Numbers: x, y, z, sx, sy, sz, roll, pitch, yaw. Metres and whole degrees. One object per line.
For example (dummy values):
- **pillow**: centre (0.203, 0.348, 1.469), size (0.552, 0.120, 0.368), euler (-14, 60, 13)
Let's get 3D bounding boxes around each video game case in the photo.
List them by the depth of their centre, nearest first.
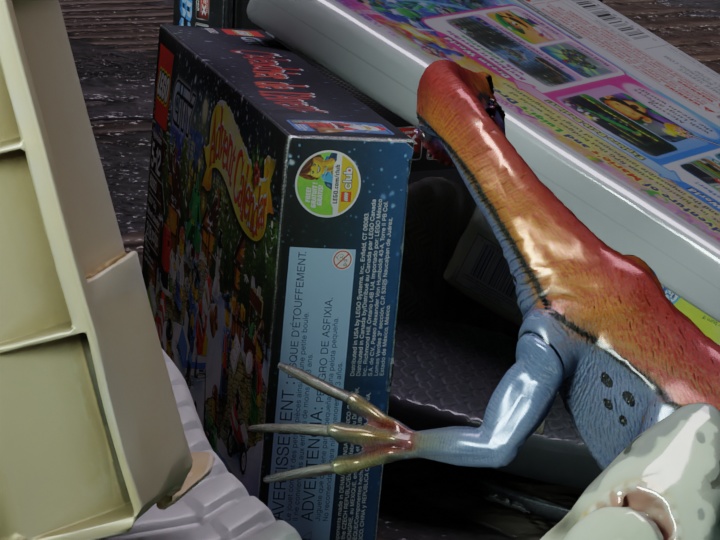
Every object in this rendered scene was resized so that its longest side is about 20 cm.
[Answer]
- **video game case**: centre (0.084, -0.051, 0.963), size (0.200, 0.024, 0.182), euler (34, 22, 20)

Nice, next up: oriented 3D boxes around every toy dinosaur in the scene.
- **toy dinosaur**: centre (0.080, 0.023, 0.740), size (0.199, 0.182, 0.105), euler (-14, 9, 27)

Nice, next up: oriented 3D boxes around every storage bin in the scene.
- **storage bin**: centre (-0.152, -0.022, 0.711), size (0.198, 0.201, 0.094), euler (-10, 10, 20)

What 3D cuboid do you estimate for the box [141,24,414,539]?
- **box**: centre (-0.032, 0.007, 0.878), size (0.038, 0.137, 0.200), euler (1, 13, -15)

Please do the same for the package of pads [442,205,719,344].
- **package of pads**: centre (0.129, -0.004, 1.033), size (0.154, 0.068, 0.200), euler (29, 20, 9)

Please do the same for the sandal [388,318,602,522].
- **sandal**: centre (0.076, 0.063, 0.908), size (0.199, 0.043, 0.076), euler (16, 21, 6)

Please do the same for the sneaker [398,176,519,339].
- **sneaker**: centre (0.000, 0.000, 1.091), size (0.112, 0.078, 0.200), euler (5, 1, 22)

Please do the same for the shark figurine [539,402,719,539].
- **shark figurine**: centre (-0.014, 0.112, 0.622), size (0.214, 0.129, 0.089), euler (-10, -17, 14)

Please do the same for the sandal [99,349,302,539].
- **sandal**: centre (-0.072, 0.073, 0.788), size (0.082, 0.050, 0.203), euler (-17, 33, -21)

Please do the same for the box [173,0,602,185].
- **box**: centre (0.014, -0.097, 1.208), size (0.199, 0.199, 0.050), euler (-4, 15, -35)
